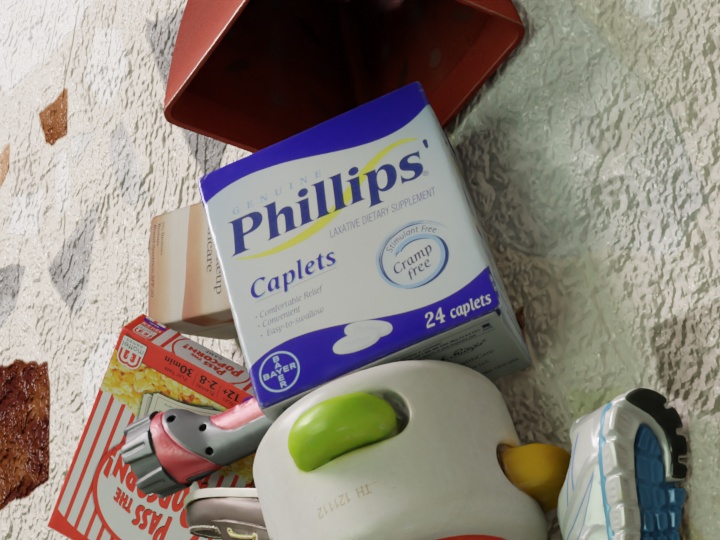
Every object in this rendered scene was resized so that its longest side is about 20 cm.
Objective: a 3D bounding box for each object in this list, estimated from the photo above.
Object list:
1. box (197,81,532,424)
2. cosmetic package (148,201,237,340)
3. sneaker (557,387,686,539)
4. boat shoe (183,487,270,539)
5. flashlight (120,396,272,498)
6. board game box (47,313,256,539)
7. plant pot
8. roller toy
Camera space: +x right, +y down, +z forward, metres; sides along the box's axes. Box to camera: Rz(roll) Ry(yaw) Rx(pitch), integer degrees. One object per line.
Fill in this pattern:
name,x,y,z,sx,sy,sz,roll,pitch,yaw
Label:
box,0.000,0.000,1.336,0.183,0.105,0.201,-23,58,7
cosmetic package,-0.087,-0.007,1.536,0.200,0.087,0.104,-15,70,51
sneaker,0.161,0.180,1.196,0.087,0.075,0.201,-21,59,57
boat shoe,-0.071,0.197,1.448,0.199,0.072,0.060,-12,71,46
flashlight,-0.092,0.112,1.475,0.199,0.068,0.068,-28,29,20
board game box,-0.158,0.159,1.566,0.151,0.046,0.201,26,110,10
plant pot,-0.021,-0.208,1.416,0.200,0.199,0.177,-48,36,37
roller toy,0.030,0.162,1.272,0.183,0.199,0.140,-57,42,45
